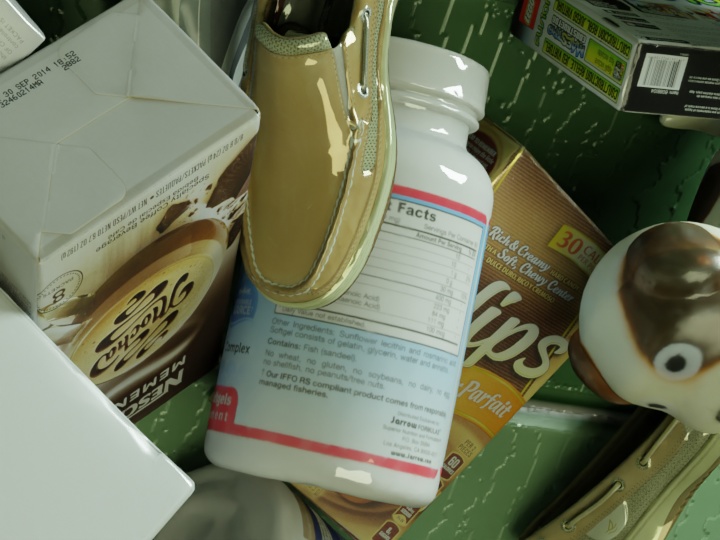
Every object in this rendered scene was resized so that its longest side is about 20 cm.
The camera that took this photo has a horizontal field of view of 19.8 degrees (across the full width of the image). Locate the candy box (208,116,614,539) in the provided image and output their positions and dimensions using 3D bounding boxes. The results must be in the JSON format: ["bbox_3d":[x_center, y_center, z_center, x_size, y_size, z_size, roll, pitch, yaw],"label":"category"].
[{"bbox_3d":[0.034,0.034,1.044,0.200,0.055,0.115,-46,126,1],"label":"candy box"}]

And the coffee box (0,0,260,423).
[{"bbox_3d":[-0.115,-0.005,0.864,0.113,0.080,0.200,-36,161,-26],"label":"coffee box"}]

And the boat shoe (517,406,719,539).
[{"bbox_3d":[0.162,0.087,1.132,0.063,0.073,0.201,30,106,-4],"label":"boat shoe"}]

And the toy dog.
[{"bbox_3d":[0.193,0.001,1.002,0.199,0.194,0.140,-30,170,-37],"label":"toy dog"}]

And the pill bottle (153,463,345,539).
[{"bbox_3d":[-0.030,0.193,1.055,0.111,0.111,0.200,-43,130,-1],"label":"pill bottle"}]

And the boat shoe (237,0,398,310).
[{"bbox_3d":[-0.024,-0.085,0.860,0.076,0.071,0.202,14,81,-73],"label":"boat shoe"}]

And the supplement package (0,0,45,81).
[{"bbox_3d":[-0.246,-0.080,0.805,0.200,0.121,0.120,-44,125,-1],"label":"supplement package"}]

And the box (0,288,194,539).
[{"bbox_3d":[-0.186,0.085,0.834,0.152,0.200,0.106,47,61,-9],"label":"box"}]

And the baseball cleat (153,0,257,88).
[{"bbox_3d":[-0.056,-0.101,0.924,0.106,0.070,0.201,-22,126,-23],"label":"baseball cleat"}]

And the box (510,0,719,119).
[{"bbox_3d":[0.186,-0.106,1.017,0.199,0.110,0.035,3,113,-27],"label":"box"}]

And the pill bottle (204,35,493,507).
[{"bbox_3d":[0.000,0.000,0.939,0.108,0.108,0.202,16,83,-32],"label":"pill bottle"}]
